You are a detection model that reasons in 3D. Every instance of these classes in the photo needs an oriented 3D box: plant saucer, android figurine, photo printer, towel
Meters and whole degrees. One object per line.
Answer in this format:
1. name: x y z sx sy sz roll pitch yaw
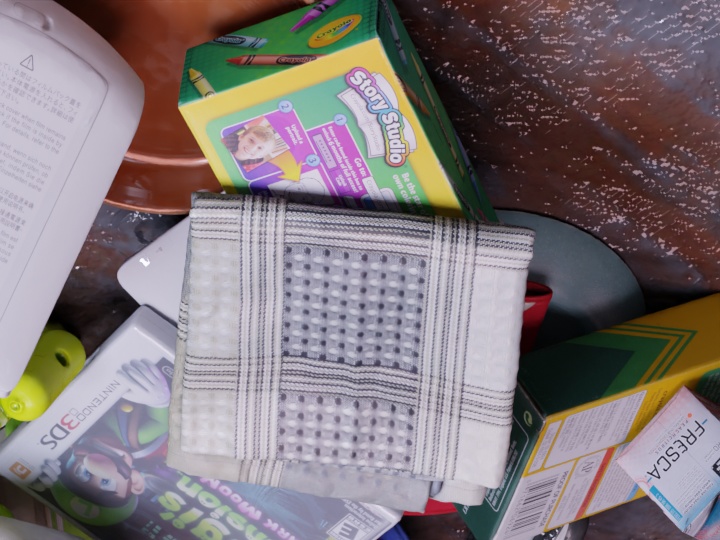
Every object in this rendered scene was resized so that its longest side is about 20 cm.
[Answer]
1. plant saucer: 0.075 0.046 1.815 0.199 0.036 0.201 -1 136 -1
2. android figurine: -0.242 0.096 1.752 0.182 0.200 0.041 -34 98 28
3. plant saucer: -0.104 -0.112 1.654 0.199 0.032 0.201 0 137 0
4. photo printer: -0.213 -0.055 1.571 0.166 0.201 0.069 27 174 -30
5. towel: -0.008 0.050 1.648 0.191 0.035 0.201 6 127 -1

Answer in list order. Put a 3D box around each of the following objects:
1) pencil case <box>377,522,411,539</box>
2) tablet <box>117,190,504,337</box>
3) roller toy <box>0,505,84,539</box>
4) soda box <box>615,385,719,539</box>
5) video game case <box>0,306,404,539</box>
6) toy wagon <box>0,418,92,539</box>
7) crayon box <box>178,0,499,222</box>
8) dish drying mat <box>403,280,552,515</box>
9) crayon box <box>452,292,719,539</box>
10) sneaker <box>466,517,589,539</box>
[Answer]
1. pencil case: -0.052 0.220 1.934 0.199 0.087 0.078 -19 118 -4
2. tablet: -0.027 -0.007 1.708 0.200 0.014 0.130 -34 116 25
3. roller toy: -0.223 0.239 1.780 0.199 0.183 0.140 20 178 33
4. soda box: 0.234 0.134 1.822 0.064 0.068 0.200 -49 148 9
5. video game case: -0.100 0.127 1.801 0.200 0.023 0.182 36 134 -12
6. toy wagon: -0.148 0.146 1.913 0.199 0.040 0.156 -1 136 -1
7. crayon box: -0.004 -0.046 1.635 0.118 0.058 0.201 -18 123 16
8. dish drying mat: 0.055 0.079 1.803 0.076 0.018 0.201 0 135 -18
9. crayon box: 0.159 0.087 1.804 0.199 0.052 0.126 -15 144 -31
10. sneaker: 0.108 0.200 1.961 0.080 0.074 0.200 3 142 -24
